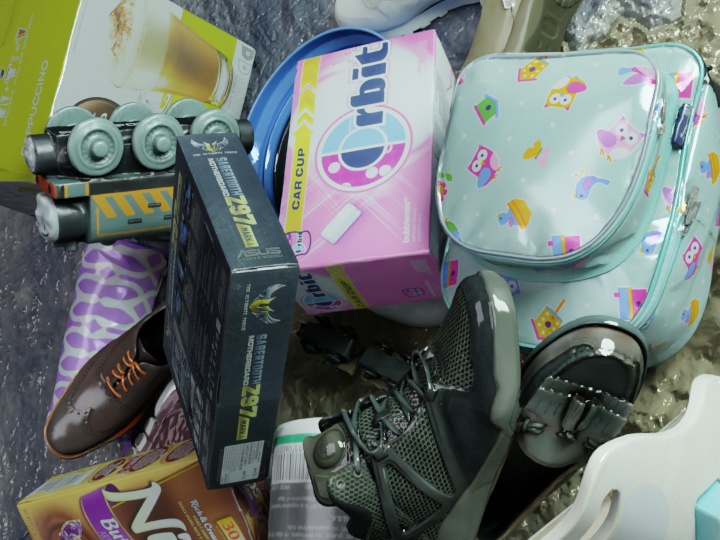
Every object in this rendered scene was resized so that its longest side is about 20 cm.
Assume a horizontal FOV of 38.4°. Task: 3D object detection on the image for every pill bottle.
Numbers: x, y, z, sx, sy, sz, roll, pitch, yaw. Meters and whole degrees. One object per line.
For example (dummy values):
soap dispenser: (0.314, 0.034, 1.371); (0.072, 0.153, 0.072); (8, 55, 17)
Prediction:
pill bottle: (-0.011, 0.211, 0.722); (0.112, 0.113, 0.203); (-10, 70, 38)

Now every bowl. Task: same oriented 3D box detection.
bowl: (-0.024, -0.106, 0.886); (0.199, 0.039, 0.204); (-15, 66, 37)

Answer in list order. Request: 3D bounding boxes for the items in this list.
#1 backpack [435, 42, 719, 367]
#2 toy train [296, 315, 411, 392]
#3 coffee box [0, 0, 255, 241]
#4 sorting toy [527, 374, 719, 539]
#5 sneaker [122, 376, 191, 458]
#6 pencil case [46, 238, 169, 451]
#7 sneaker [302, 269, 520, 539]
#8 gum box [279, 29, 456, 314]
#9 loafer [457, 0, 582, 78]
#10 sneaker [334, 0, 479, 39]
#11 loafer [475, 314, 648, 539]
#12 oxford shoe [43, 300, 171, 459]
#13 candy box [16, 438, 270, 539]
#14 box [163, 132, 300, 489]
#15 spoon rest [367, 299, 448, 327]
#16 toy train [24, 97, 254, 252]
backpack: (0.136, -0.039, 0.657); (0.174, 0.153, 0.203); (6, 88, 36)
toy train: (0.025, 0.077, 0.781); (0.199, 0.046, 0.034); (20, 75, 41)
coffee box: (-0.254, -0.149, 0.986); (0.198, 0.197, 0.203); (6, 79, 43)
sorting toy: (0.132, 0.150, 0.575); (0.200, 0.179, 0.107); (-46, 52, 20)
sneaker: (-0.153, 0.190, 0.877); (0.115, 0.075, 0.202); (30, 95, 39)
pencil case: (-0.238, 0.064, 0.983); (0.084, 0.085, 0.203); (-1, 75, 56)
sneaker: (0.029, 0.090, 0.623); (0.077, 0.113, 0.201); (-103, 22, -55)
gum box: (0.009, -0.077, 0.754); (0.112, 0.066, 0.202); (-7, 59, 19)
loafer: (0.124, -0.207, 0.769); (0.067, 0.076, 0.202); (23, 91, 36)
sneaker: (0.047, -0.250, 0.846); (0.198, 0.080, 0.078); (-14, 69, 38)
loafer: (0.116, 0.106, 0.628); (0.201, 0.071, 0.063); (114, 175, -50)
oxford shoe: (-0.202, 0.084, 0.900); (0.071, 0.073, 0.200); (44, 83, 5)
candy box: (-0.165, 0.208, 0.829); (0.198, 0.056, 0.118); (-18, 99, 20)
box: (-0.098, 0.028, 0.735); (0.158, 0.050, 0.202); (-121, 34, -46)
spoon rest: (0.000, 0.000, 0.800); (0.197, 0.061, 0.101); (-8, 93, 16)
toy train: (-0.178, -0.079, 0.861); (0.085, 0.198, 0.116); (25, 119, 51)
